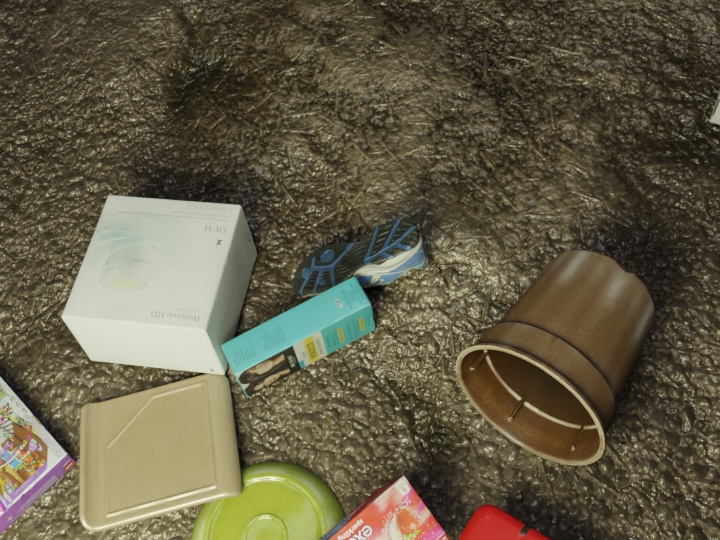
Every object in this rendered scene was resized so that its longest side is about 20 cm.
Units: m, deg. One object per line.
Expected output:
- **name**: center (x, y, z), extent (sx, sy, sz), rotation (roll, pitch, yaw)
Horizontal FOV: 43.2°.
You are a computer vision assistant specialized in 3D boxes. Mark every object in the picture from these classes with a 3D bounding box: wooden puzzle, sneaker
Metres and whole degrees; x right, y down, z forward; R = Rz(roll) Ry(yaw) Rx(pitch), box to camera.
- **wooden puzzle**: center (-0.256, 0.230, 1.164), extent (0.197, 0.038, 0.187), rotation (-11, 49, -4)
- **sneaker**: center (0.000, 0.000, 1.253), extent (0.197, 0.077, 0.077), rotation (-17, 55, 18)

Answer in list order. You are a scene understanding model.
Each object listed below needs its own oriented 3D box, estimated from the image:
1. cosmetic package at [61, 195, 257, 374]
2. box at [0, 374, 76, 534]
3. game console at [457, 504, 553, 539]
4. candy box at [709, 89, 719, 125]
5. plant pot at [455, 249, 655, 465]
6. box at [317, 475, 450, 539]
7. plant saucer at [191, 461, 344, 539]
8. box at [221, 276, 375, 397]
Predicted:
- **cosmetic package**: center (-0.265, 0.017, 1.233), extent (0.196, 0.124, 0.202), rotation (4, 58, 10)
- **box**: center (-0.488, 0.231, 1.198), extent (0.199, 0.039, 0.137), rotation (40, 72, 23)
- **game console**: center (0.163, 0.398, 1.009), extent (0.171, 0.119, 0.201), rotation (24, 65, 31)
- **candy box**: center (0.628, -0.292, 1.340), extent (0.166, 0.072, 0.202), rotation (19, 65, 16)
- **plant pot**: center (0.252, 0.094, 1.112), extent (0.199, 0.201, 0.199), rotation (31, 61, 21)
- **box**: center (-0.003, 0.337, 1.034), extent (0.199, 0.096, 0.100), rotation (-36, 83, -18)
- **plant saucer**: center (-0.115, 0.328, 1.109), extent (0.197, 0.031, 0.203), rotation (-3, 61, 5)
- **box**: center (-0.079, 0.089, 1.205), extent (0.198, 0.083, 0.049), rotation (-28, 62, -8)
